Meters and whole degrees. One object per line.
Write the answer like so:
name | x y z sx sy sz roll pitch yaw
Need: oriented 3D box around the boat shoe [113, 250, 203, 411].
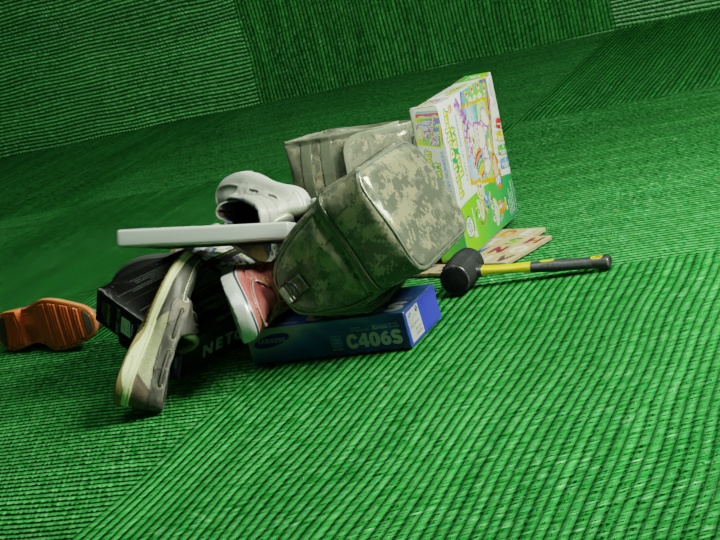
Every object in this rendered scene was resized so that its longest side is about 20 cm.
boat shoe | -0.210 0.071 1.602 0.066 0.072 0.202 22 57 0

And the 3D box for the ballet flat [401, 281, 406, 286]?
ballet flat | 0.000 0.000 1.823 0.046 0.068 0.199 30 -17 -36

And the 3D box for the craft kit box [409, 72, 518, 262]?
craft kit box | 0.136 -0.137 1.867 0.048 0.201 0.197 -5 18 30

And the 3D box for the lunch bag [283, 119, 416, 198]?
lunch bag | 0.008 -0.121 2.039 0.199 0.165 0.117 -4 12 38

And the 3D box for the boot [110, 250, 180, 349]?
boot | -0.271 0.049 1.867 0.164 0.066 0.200 -20 26 17

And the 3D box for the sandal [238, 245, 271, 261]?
sandal | -0.137 -0.016 1.980 0.199 0.081 0.054 -15 -2 -6

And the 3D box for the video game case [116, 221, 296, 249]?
video game case | -0.159 -0.040 1.680 0.199 0.022 0.182 -3 0 10

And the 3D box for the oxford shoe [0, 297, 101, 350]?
oxford shoe | -0.408 0.064 1.952 0.199 0.072 0.073 -3 13 41

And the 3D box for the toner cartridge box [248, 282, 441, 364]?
toner cartridge box | -0.019 0.060 1.618 0.199 0.043 0.095 -8 15 26

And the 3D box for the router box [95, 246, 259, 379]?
router box | -0.194 0.039 1.739 0.149 0.051 0.200 31 40 29

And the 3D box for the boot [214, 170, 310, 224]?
boot | -0.161 -0.092 1.969 0.095 0.074 0.199 -11 13 -39

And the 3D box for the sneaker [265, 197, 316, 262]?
sneaker | -0.085 -0.035 1.820 0.099 0.078 0.200 19 -48 -37

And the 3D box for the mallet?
mallet | 0.193 -0.007 1.683 0.199 0.041 0.066 -6 19 16

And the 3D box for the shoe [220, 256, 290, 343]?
shoe | -0.103 0.022 1.615 0.090 0.072 0.200 -18 12 -3

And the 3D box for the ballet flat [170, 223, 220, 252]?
ballet flat | -0.191 -0.042 2.149 0.199 0.064 0.076 -14 13 0

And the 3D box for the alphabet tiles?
alphabet tiles | 0.138 -0.024 1.854 0.199 0.008 0.167 -1 19 45

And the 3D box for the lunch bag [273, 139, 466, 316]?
lunch bag | 0.003 -0.037 1.601 0.167 0.140 0.200 -31 5 27
